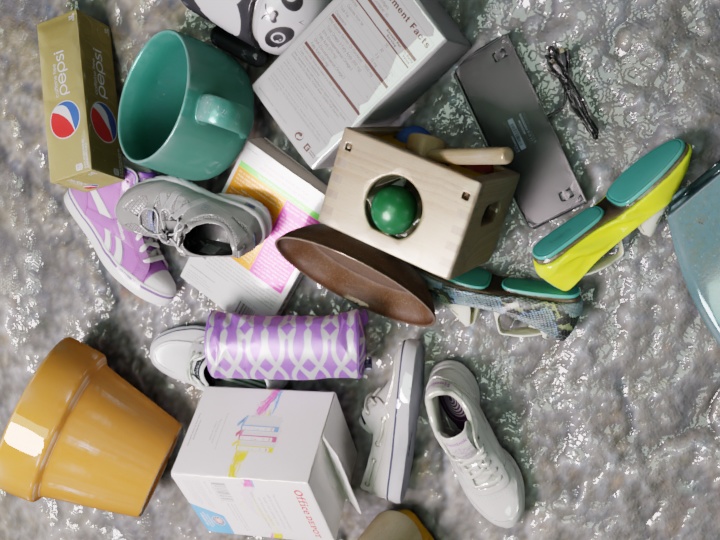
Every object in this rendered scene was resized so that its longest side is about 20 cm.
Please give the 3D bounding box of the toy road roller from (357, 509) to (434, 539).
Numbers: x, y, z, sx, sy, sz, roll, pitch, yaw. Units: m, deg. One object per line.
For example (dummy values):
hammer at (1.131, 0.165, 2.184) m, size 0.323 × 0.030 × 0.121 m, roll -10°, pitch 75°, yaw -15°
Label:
toy road roller at (0.041, 0.407, 1.097) m, size 0.145 × 0.123 × 0.202 m, roll -38°, pitch 87°, yaw 33°

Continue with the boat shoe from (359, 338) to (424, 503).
boat shoe at (0.031, 0.174, 1.084) m, size 0.068 × 0.071 × 0.205 m, roll 11°, pitch 110°, yaw 14°

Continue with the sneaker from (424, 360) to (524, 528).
sneaker at (0.121, 0.207, 1.039) m, size 0.074 × 0.100 × 0.203 m, roll -26°, pitch 92°, yaw 19°

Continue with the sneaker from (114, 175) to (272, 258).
sneaker at (-0.205, -0.058, 1.062) m, size 0.196 × 0.082 × 0.076 m, roll 6°, pitch 123°, yaw 19°

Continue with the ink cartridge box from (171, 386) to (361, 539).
ink cartridge box at (-0.096, 0.228, 1.084) m, size 0.195 × 0.127 × 0.130 m, roll 0°, pitch 136°, yaw 18°

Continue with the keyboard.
keyboard at (0.192, -0.159, 0.989) m, size 0.126 × 0.021 × 0.203 m, roll -25°, pitch 92°, yaw 28°

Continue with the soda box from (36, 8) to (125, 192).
soda box at (-0.339, -0.205, 1.115) m, size 0.063 × 0.068 × 0.205 m, roll -13°, pitch 79°, yaw 21°

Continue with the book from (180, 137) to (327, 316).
book at (-0.121, -0.037, 1.110) m, size 0.133 × 0.048 × 0.202 m, roll 36°, pitch 111°, yaw 9°

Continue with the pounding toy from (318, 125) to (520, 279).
pounding toy at (0.074, -0.088, 0.938) m, size 0.181 × 0.199 × 0.145 m, roll 24°, pitch 107°, yaw 19°

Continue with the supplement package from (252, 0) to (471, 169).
supplement package at (0.003, -0.221, 0.991) m, size 0.199 × 0.117 × 0.118 m, roll -40°, pitch 84°, yaw 21°

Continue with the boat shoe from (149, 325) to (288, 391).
boat shoe at (-0.186, 0.114, 1.148) m, size 0.195 × 0.067 × 0.075 m, roll 4°, pitch 101°, yaw 19°

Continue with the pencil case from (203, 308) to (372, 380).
pencil case at (-0.085, 0.082, 1.075) m, size 0.195 × 0.087 × 0.085 m, roll 0°, pitch 141°, yaw 3°

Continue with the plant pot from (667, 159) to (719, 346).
plant pot at (0.390, -0.019, 0.850) m, size 0.196 × 0.196 × 0.201 m, roll -43°, pitch 84°, yaw 21°

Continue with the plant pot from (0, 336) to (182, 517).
plant pot at (-0.333, 0.216, 1.165) m, size 0.180 × 0.201 × 0.203 m, roll 25°, pitch 108°, yaw -3°

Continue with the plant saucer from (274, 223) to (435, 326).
plant saucer at (0.000, 0.000, 1.012) m, size 0.197 × 0.201 × 0.037 m, roll 23°, pitch 75°, yaw 14°

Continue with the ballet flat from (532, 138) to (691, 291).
ballet flat at (0.269, -0.051, 0.958) m, size 0.199 × 0.067 × 0.067 m, roll -39°, pitch 111°, yaw 9°

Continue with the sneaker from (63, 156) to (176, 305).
sneaker at (-0.280, -0.060, 1.148) m, size 0.114 × 0.073 × 0.201 m, roll -42°, pitch 85°, yaw 18°

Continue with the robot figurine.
robot figurine at (-0.124, -0.321, 1.012) m, size 0.198 × 0.151 × 0.126 m, roll 31°, pitch 79°, yaw 12°

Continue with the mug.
mug at (-0.186, -0.171, 1.045) m, size 0.153 × 0.113 × 0.187 m, roll -49°, pitch 49°, yaw 25°

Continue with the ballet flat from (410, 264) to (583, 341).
ballet flat at (0.144, 0.036, 1.017) m, size 0.196 × 0.074 × 0.076 m, roll 14°, pitch 104°, yaw 19°
